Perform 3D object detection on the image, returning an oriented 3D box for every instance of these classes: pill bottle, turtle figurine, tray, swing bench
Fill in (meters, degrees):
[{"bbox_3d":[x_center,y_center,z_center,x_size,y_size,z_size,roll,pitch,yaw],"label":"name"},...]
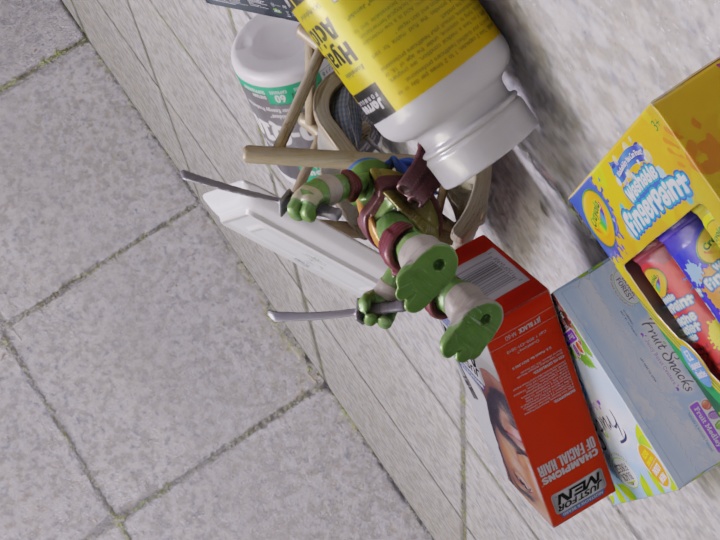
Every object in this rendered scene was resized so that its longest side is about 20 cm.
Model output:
[{"bbox_3d":[0.034,-0.160,1.106,0.200,0.111,0.111,53,171,-6],"label":"pill bottle"},{"bbox_3d":[-0.043,-0.152,1.538,0.113,0.113,0.200,48,167,44],"label":"pill bottle"},{"bbox_3d":[0.000,0.000,1.147,0.194,0.199,0.144,-136,36,-53],"label":"turtle figurine"},{"bbox_3d":[-0.038,-0.017,1.361,0.200,0.022,0.107,29,165,-20],"label":"tray"},{"bbox_3d":[0.018,-0.083,1.344,0.199,0.130,0.199,21,164,5],"label":"swing bench"}]

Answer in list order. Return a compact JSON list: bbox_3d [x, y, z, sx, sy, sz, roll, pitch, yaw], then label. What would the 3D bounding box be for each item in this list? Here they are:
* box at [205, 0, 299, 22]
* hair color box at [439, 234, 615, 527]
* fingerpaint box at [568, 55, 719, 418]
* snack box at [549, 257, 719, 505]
[{"bbox_3d":[-0.064,-0.268,1.236,0.199,0.051,0.158,16,147,35],"label":"box"},{"bbox_3d":[0.121,0.085,1.220,0.111,0.064,0.200,46,162,58],"label":"hair color box"},{"bbox_3d":[0.203,-0.012,0.854,0.167,0.073,0.200,56,170,6],"label":"fingerpaint box"},{"bbox_3d":[0.198,0.089,1.222,0.169,0.068,0.200,58,172,7],"label":"snack box"}]
